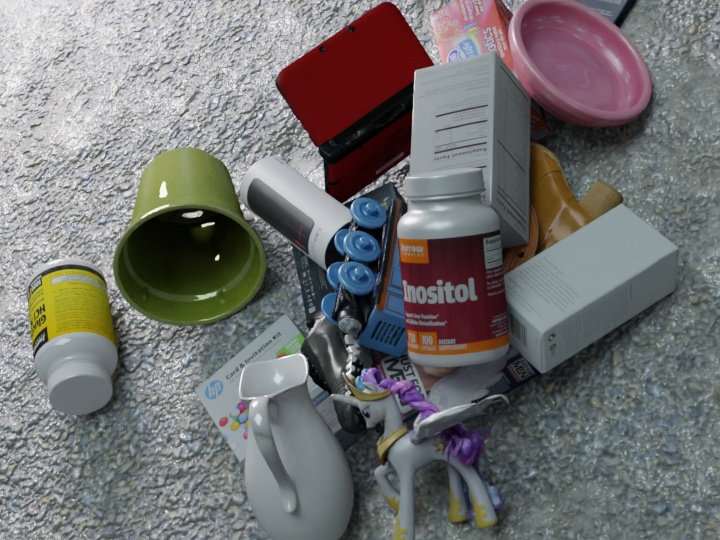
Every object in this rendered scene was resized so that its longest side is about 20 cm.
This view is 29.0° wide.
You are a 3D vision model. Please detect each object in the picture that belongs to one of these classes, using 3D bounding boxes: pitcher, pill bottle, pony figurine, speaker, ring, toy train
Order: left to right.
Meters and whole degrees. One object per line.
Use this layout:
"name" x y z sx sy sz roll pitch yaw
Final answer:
"pill bottle" -0.389 0.090 1.887 0.112 0.113 0.201 -27 49 10
"pitcher" -0.080 0.214 1.543 0.120 0.202 0.172 -11 13 11
"speaker" -0.068 -0.070 1.771 0.081 0.081 0.200 -46 48 -7
"toy train" 0.023 0.002 1.622 0.113 0.087 0.201 20 45 -10
"pony figurine" 0.082 0.182 1.503 0.191 0.202 0.167 -18 7 11
"pill bottle" 0.098 -0.005 1.497 0.112 0.113 0.203 -3 97 28
"ring" 0.123 -0.020 1.661 0.199 0.019 0.202 -18 50 22

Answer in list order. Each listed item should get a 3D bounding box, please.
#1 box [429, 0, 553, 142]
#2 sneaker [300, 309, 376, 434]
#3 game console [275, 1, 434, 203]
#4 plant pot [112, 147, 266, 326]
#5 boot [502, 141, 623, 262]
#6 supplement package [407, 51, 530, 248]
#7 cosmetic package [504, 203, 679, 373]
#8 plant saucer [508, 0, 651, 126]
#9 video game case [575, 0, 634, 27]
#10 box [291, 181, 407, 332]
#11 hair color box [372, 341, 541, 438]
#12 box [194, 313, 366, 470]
"box" 0.168 -0.255 1.800 0.095 0.100 0.202 -25 56 20
"sneaker" -0.028 0.115 1.621 0.090 0.067 0.201 -23 43 19
"game console" 0.001 -0.212 1.794 0.199 0.173 0.119 -36 65 -19
"plant pot" -0.231 -0.061 1.870 0.199 0.201 0.185 -26 38 11
"boot" 0.206 -0.070 1.689 0.200 0.071 0.144 31 76 36
"supplement package" 0.129 -0.133 1.630 0.108 0.114 0.202 -10 62 28
"cosmetic package" 0.251 0.018 1.561 0.199 0.075 0.102 -28 48 -18
"plant saucer" 0.266 -0.252 1.731 0.051 0.198 0.202 126 148 -45
"video game case" 0.269 -0.318 1.860 0.142 0.019 0.201 21 72 38
"box" 0.000 0.000 1.770 0.156 0.051 0.201 -26 49 12
"hair color box" 0.100 0.119 1.624 0.199 0.061 0.101 -30 48 7
"box" -0.098 0.169 1.716 0.156 0.041 0.200 -39 47 -1
